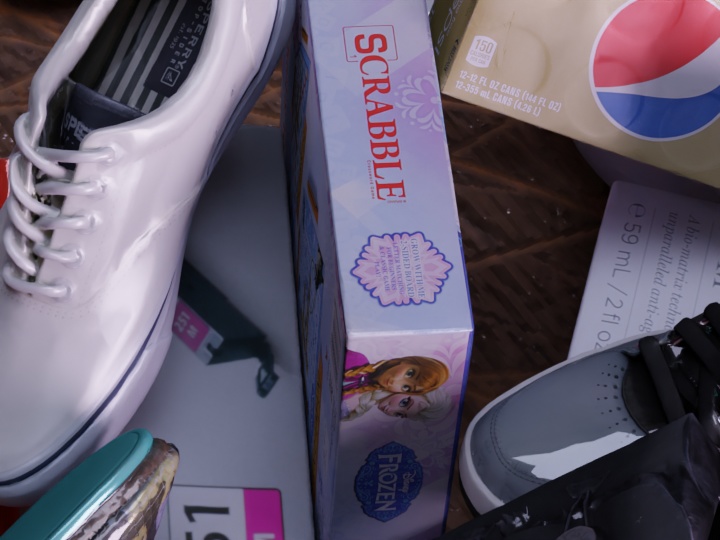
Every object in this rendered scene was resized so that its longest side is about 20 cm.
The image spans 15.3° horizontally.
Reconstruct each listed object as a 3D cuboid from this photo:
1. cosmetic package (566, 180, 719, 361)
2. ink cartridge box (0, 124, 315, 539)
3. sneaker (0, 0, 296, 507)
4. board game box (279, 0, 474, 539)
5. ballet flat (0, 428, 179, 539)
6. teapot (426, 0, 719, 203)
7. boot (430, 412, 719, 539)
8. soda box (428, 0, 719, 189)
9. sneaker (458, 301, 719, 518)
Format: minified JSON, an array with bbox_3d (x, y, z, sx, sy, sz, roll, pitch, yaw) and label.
[{"bbox_3d":[0.154,0.099,0.888,0.199,0.123,0.200,14,53,5],"label":"cosmetic package"},{"bbox_3d":[-0.106,0.041,0.885,0.173,0.044,0.201,5,64,-21],"label":"ink cartridge box"},{"bbox_3d":[-0.087,-0.026,0.838,0.073,0.071,0.201,18,81,24],"label":"sneaker"},{"bbox_3d":[0.000,0.000,0.905,0.041,0.200,0.200,-2,53,-6],"label":"board game box"},{"bbox_3d":[-0.122,0.130,0.802,0.200,0.072,0.072,-38,61,-6],"label":"ballet flat"},{"bbox_3d":[0.147,-0.066,1.002,0.146,0.197,0.200,-56,42,3],"label":"teapot"},{"bbox_3d":[0.019,0.135,0.743,0.199,0.066,0.165,-21,38,18],"label":"boot"},{"bbox_3d":[0.125,-0.065,0.875,0.199,0.068,0.064,19,17,-12],"label":"soda box"},{"bbox_3d":[0.128,0.018,0.795,0.199,0.121,0.084,-14,54,-13],"label":"sneaker"}]
